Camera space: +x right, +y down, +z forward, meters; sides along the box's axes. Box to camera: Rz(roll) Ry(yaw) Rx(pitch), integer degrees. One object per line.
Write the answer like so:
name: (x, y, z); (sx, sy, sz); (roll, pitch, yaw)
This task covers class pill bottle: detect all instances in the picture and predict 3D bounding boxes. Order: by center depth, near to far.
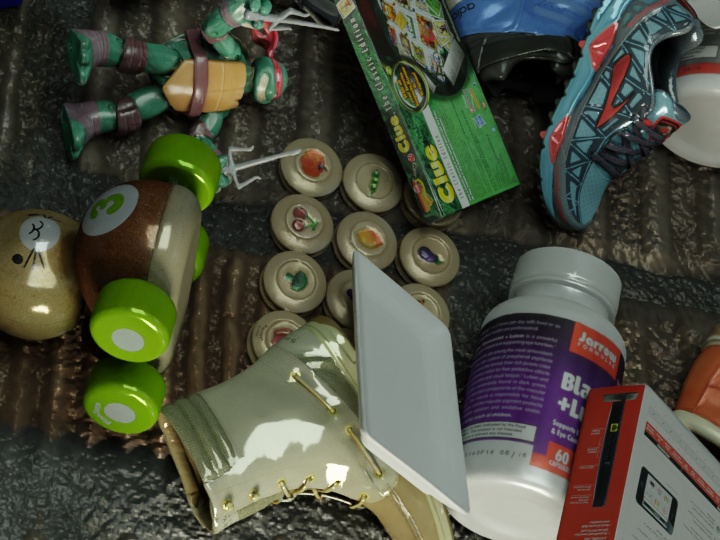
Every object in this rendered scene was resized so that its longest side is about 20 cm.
pill bottle: (0.132, 0.089, 1.507); (0.111, 0.112, 0.201); (21, 61, -10)
pill bottle: (0.308, -0.195, 1.702); (0.115, 0.116, 0.201); (21, 61, -9)

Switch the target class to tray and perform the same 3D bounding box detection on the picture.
tray: (0.028, 0.079, 1.451); (0.107, 0.022, 0.201); (39, 27, -27)

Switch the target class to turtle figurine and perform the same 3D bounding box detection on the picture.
turtle figurine: (-0.118, -0.135, 1.533); (0.198, 0.101, 0.151); (-4, 108, -20)

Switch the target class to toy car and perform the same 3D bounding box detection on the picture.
toy car: (-0.212, -0.008, 1.417); (0.198, 0.158, 0.165); (14, 49, 0)

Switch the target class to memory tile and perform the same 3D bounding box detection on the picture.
memory tile: (0.000, 0.000, 1.556); (0.152, 0.017, 0.202); (15, 62, -13)

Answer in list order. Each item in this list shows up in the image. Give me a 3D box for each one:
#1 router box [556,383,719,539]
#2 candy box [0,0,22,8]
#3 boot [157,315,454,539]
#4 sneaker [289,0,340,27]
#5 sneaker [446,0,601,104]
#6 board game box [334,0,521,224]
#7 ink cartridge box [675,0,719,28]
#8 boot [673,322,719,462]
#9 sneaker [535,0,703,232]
router box: (0.210, 0.207, 1.455); (0.200, 0.049, 0.181); (45, 50, -39)
candy box: (-0.348, -0.288, 1.529); (0.168, 0.077, 0.202); (-11, 69, -24)
boot: (-0.037, 0.150, 1.442); (0.154, 0.072, 0.201); (-28, 82, -25)
sneaker: (-0.085, -0.233, 1.599); (0.146, 0.077, 0.202); (45, 58, 8)
sneaker: (0.170, -0.188, 1.671); (0.198, 0.077, 0.112); (-7, 66, -21)
board game box: (0.050, -0.143, 1.592); (0.104, 0.023, 0.202); (-21, 89, -48)
ink cartridge box: (0.260, -0.281, 1.649); (0.116, 0.068, 0.200); (-25, 47, -23)
boot: (0.327, 0.139, 1.584); (0.199, 0.075, 0.107); (34, 62, 8)
sneaker: (0.202, -0.120, 1.599); (0.095, 0.079, 0.202); (23, 98, 31)
